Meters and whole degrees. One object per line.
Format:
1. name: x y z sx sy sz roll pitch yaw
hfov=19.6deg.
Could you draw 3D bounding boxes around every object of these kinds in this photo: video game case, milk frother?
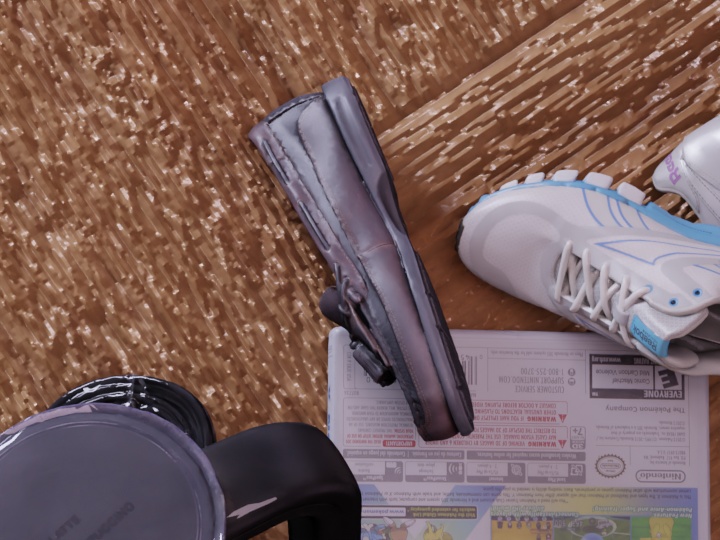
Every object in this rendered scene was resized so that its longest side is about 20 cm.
1. video game case: 0.082 0.122 1.070 0.200 0.022 0.183 2 83 -9
2. milk frother: -0.115 0.111 0.927 0.200 0.188 0.180 38 66 24

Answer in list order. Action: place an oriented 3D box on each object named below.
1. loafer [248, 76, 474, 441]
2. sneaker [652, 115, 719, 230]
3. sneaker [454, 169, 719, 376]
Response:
1. loafer: 0.000 0.000 1.043 0.063 0.072 0.200 -21 68 3
2. sneaker: 0.231 0.001 1.093 0.100 0.075 0.200 -30 102 25
3. sneaker: 0.139 0.009 1.035 0.200 0.087 0.075 13 121 13
